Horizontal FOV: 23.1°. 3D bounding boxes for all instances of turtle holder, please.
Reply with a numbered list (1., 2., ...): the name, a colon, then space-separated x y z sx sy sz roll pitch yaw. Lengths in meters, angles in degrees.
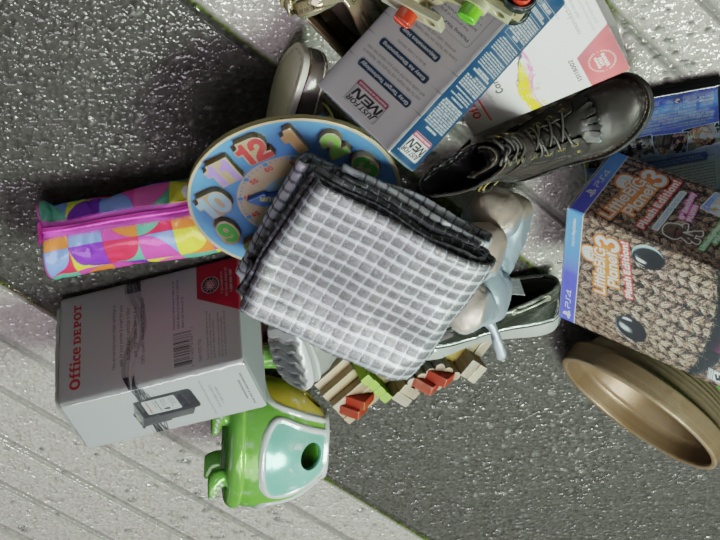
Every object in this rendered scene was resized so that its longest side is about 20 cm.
1. turtle holder: -0.103 0.169 1.941 0.132 0.186 0.141 2 168 -7

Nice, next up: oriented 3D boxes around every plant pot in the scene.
1. plant pot: 0.326 0.121 1.921 0.093 0.201 0.201 -54 130 -11

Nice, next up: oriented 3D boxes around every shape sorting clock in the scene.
1. shape sorting clock: -0.062 -0.069 1.642 0.200 0.039 0.200 -1 135 -1

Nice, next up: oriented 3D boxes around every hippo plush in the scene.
1. hippo plush: 0.076 -0.018 1.761 0.161 0.159 0.200 15 174 16

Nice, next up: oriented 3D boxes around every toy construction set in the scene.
1. toy construction set: 0.104 -0.275 1.449 0.131 0.092 0.200 34 95 2

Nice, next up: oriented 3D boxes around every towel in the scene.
1. towel: 0.000 0.000 1.612 0.200 0.086 0.166 24 124 -15

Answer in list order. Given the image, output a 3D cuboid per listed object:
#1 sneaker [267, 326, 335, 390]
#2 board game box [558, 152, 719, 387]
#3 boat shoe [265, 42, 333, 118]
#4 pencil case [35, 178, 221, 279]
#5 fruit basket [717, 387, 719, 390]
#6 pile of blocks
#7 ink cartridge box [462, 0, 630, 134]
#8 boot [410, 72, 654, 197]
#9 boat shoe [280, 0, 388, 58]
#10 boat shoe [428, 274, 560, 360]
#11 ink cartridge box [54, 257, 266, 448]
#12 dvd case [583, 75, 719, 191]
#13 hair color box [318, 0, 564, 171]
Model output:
1. sneaker: -0.062 0.025 1.840 0.075 0.082 0.200 25 136 35
2. board game box: 0.306 0.001 1.721 0.200 0.097 0.159 24 142 24
3. boat shoe: -0.059 -0.131 1.661 0.059 0.072 0.200 6 134 -16
4. pencil case: -0.218 -0.045 1.727 0.200 0.088 0.088 -12 136 6
5. fruit basket: 0.450 0.062 1.864 0.216 0.216 0.156 23 129 -27
6. pile of blocks: 0.052 0.107 1.895 0.200 0.062 0.082 -21 125 -7
7. ink cartridge box: 0.130 -0.201 1.609 0.200 0.068 0.116 -22 135 16
8. boot: 0.162 -0.115 1.627 0.200 0.069 0.174 -28 175 30
9. boat shoe: -0.038 -0.250 1.531 0.072 0.065 0.200 -5 146 37
10. boat shoe: 0.115 0.040 1.866 0.200 0.071 0.064 -12 137 -5
11. ink cartridge box: -0.206 0.085 1.818 0.200 0.145 0.083 -14 138 8
12. dvd case: 0.295 -0.104 1.764 0.143 0.018 0.200 -10 135 4
13. hair color box: 0.070 -0.196 1.526 0.200 0.100 0.061 -47 153 4
